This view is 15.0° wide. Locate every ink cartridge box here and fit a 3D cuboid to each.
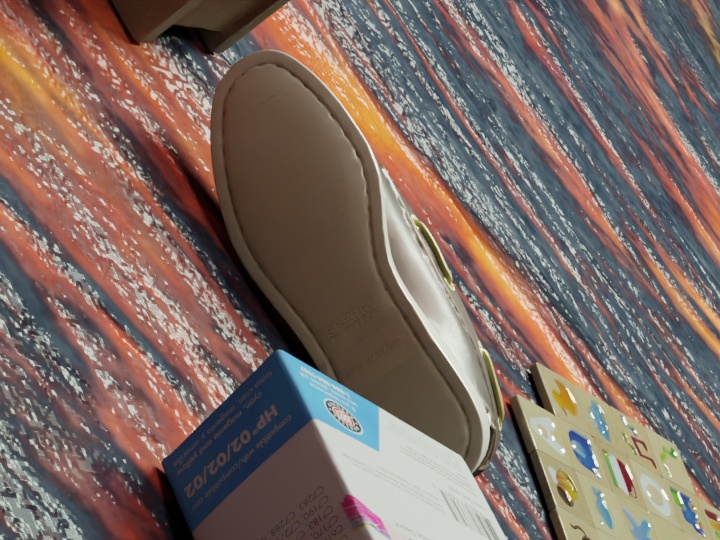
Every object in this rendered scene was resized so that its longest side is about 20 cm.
[{"bbox_3d":[0.017,0.134,0.954,0.115,0.068,0.200,32,20,-42],"label":"ink cartridge box"}]

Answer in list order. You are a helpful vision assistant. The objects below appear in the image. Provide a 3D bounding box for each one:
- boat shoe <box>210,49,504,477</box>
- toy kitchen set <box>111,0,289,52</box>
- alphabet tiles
[{"bbox_3d":[0.000,0.000,1.153,0.200,0.072,0.060,62,17,7],"label":"boat shoe"},{"bbox_3d":[-0.063,-0.222,1.162,0.180,0.200,0.163,60,22,14],"label":"toy kitchen set"},{"bbox_3d":[0.144,0.133,1.336,0.200,0.006,0.166,31,33,-46],"label":"alphabet tiles"}]
